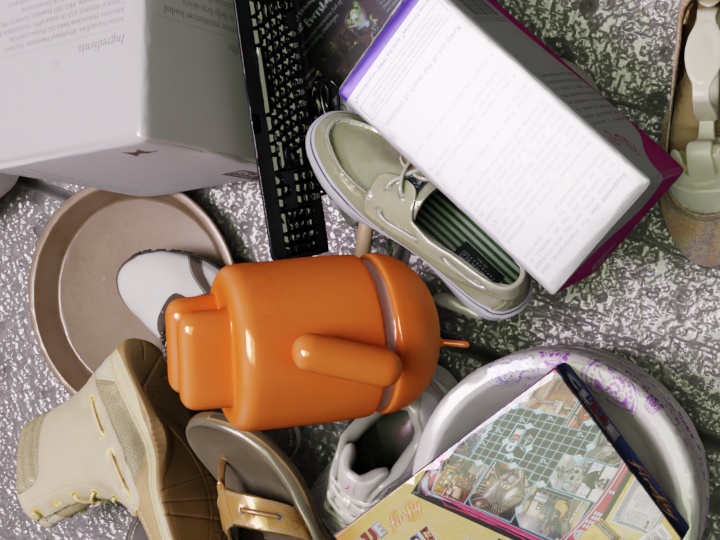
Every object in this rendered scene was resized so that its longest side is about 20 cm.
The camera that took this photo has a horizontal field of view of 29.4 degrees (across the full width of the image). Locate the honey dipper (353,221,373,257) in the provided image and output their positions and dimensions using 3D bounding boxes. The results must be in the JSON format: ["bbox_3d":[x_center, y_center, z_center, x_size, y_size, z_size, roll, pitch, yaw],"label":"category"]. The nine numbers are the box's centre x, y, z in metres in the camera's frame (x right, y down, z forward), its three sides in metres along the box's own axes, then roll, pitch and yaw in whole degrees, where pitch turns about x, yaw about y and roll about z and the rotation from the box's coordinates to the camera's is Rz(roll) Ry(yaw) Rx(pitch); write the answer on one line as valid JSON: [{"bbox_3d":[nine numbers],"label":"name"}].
[{"bbox_3d":[0.000,0.000,1.034,0.038,0.038,0.201,17,109,19],"label":"honey dipper"}]

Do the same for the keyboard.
[{"bbox_3d":[-0.042,-0.110,0.993,0.039,0.104,0.201,-4,97,26],"label":"keyboard"}]

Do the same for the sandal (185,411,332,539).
[{"bbox_3d":[-0.069,0.191,1.015,0.080,0.054,0.201,-36,86,48],"label":"sandal"}]

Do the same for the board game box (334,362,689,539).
[{"bbox_3d":[0.097,0.174,0.915,0.200,0.035,0.136,-39,79,19],"label":"board game box"}]

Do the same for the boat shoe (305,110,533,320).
[{"bbox_3d":[0.044,-0.048,0.946,0.200,0.062,0.072,40,73,13],"label":"boat shoe"}]

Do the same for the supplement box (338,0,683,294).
[{"bbox_3d":[0.101,-0.093,0.910,0.200,0.101,0.104,43,113,14],"label":"supplement box"}]

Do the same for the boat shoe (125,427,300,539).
[{"bbox_3d":[-0.132,0.181,1.104,0.200,0.057,0.067,-44,79,18],"label":"boat shoe"}]

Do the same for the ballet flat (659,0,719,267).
[{"bbox_3d":[0.233,-0.101,0.935,0.068,0.067,0.201,0,94,19],"label":"ballet flat"}]

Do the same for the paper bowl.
[{"bbox_3d":[0.144,0.152,0.969,0.200,0.104,0.202,2,95,22],"label":"paper bowl"}]

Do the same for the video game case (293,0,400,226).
[{"bbox_3d":[0.003,-0.164,1.026,0.200,0.023,0.182,-45,78,30],"label":"video game case"}]

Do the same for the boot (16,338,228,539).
[{"bbox_3d":[-0.193,0.175,1.076,0.155,0.073,0.201,-35,66,26],"label":"boot"}]

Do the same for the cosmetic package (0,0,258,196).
[{"bbox_3d":[-0.162,-0.168,1.004,0.164,0.165,0.201,-5,83,34],"label":"cosmetic package"}]

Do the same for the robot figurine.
[{"bbox_3d":[-0.030,0.049,0.940,0.199,0.144,0.117,-6,65,-19],"label":"robot figurine"}]

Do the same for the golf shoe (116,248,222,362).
[{"bbox_3d":[-0.120,0.046,1.038,0.199,0.094,0.078,32,107,22],"label":"golf shoe"}]

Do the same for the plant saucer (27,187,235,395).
[{"bbox_3d":[-0.183,0.023,1.128,0.199,0.029,0.201,2,95,21],"label":"plant saucer"}]

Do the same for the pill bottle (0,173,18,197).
[{"bbox_3d":[-0.397,-0.064,1.157,0.200,0.120,0.120,-35,81,20],"label":"pill bottle"}]

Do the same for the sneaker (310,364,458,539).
[{"bbox_3d":[-0.002,0.158,1.029,0.078,0.099,0.201,30,104,17],"label":"sneaker"}]

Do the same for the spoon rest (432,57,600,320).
[{"bbox_3d":[0.110,-0.061,1.000,0.099,0.061,0.201,22,88,18],"label":"spoon rest"}]
